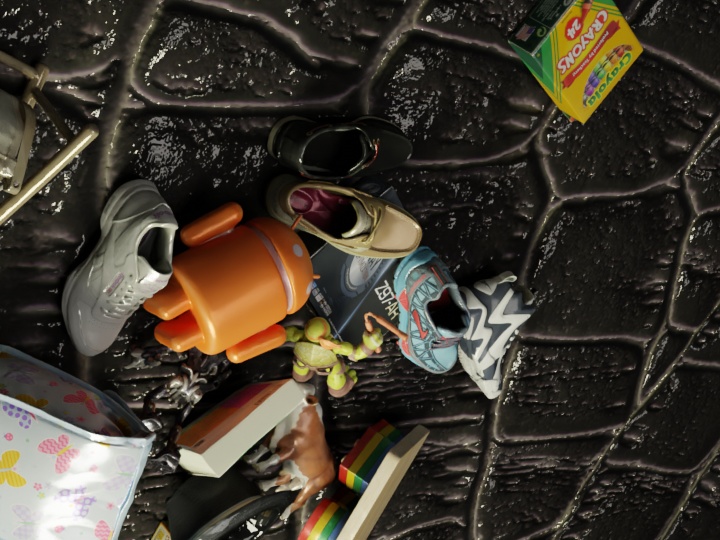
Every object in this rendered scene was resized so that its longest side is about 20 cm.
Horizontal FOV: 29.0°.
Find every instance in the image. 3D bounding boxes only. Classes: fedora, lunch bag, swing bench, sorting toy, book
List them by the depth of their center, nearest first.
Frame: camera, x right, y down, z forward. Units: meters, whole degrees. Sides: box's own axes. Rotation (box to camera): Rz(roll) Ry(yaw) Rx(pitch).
[{"bbox_3d":[-0.380,-0.111,1.227,0.201,0.130,0.198,-52,140,10],"label":"swing bench"},{"bbox_3d":[-0.326,0.199,1.439,0.127,0.198,0.171,-53,166,-71],"label":"lunch bag"},{"bbox_3d":[-0.146,0.177,1.605,0.133,0.200,0.048,-40,97,-17],"label":"book"},{"bbox_3d":[-0.180,0.295,1.690,0.200,0.092,0.201,-35,164,-12],"label":"fedora"},{"bbox_3d":[-0.003,0.294,1.843,0.201,0.069,0.199,-60,170,10],"label":"sorting toy"}]

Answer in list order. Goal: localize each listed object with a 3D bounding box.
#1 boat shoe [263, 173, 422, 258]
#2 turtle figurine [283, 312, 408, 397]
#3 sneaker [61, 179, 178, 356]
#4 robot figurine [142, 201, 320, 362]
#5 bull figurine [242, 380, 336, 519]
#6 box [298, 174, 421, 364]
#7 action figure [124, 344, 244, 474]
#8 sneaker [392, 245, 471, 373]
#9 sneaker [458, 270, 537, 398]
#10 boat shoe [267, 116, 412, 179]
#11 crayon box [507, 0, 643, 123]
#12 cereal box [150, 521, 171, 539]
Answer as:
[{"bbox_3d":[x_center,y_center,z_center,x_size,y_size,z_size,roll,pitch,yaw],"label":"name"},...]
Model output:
[{"bbox_3d":[-0.012,-0.056,1.586,0.198,0.066,0.075,14,93,-23],"label":"boat shoe"},{"bbox_3d":[-0.040,0.098,1.665,0.162,0.197,0.065,84,15,-62],"label":"turtle figurine"},{"bbox_3d":[-0.250,0.010,1.449,0.074,0.100,0.202,5,116,-44],"label":"sneaker"},{"bbox_3d":[-0.136,0.014,1.508,0.199,0.145,0.117,-27,163,-23],"label":"robot figurine"},{"bbox_3d":[-0.086,0.229,1.781,0.121,0.065,0.201,-36,136,-14],"label":"bull figurine"},{"bbox_3d":[0.000,0.000,1.708,0.160,0.043,0.201,-40,138,-11],"label":"box"},{"bbox_3d":[-0.208,0.119,1.567,0.119,0.101,0.201,46,50,-30],"label":"action figure"},{"bbox_3d":[0.095,0.069,1.736,0.079,0.095,0.201,-34,136,-17],"label":"sneaker"},{"bbox_3d":[0.196,0.081,1.914,0.129,0.080,0.200,-30,126,-10],"label":"sneaker"},{"bbox_3d":[-0.012,-0.136,1.587,0.200,0.063,0.074,-1,115,-43],"label":"boat shoe"},{"bbox_3d":[0.280,-0.276,1.755,0.127,0.051,0.200,-51,140,0],"label":"crayon box"},{"bbox_3d":[-0.244,0.422,1.798,0.143,0.039,0.201,20,105,-47],"label":"cereal box"}]
